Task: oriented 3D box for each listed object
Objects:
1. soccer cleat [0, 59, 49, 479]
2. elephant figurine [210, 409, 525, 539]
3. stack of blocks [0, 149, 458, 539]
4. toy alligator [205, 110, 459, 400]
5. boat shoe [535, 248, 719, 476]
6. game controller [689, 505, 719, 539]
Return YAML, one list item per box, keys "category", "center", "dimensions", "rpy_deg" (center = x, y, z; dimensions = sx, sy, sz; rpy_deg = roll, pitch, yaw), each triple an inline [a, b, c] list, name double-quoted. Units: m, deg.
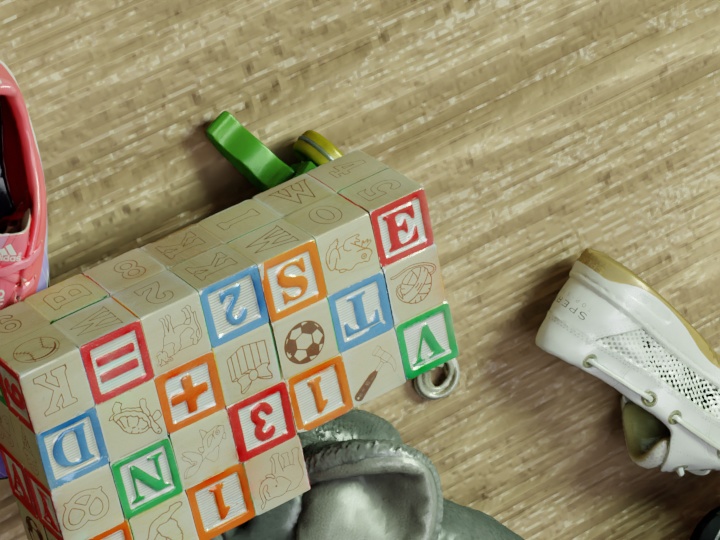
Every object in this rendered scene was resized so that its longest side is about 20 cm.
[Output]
- category: "soccer cleat"
  center: [-0.161, 0.002, 1.069]
  dimensions: [0.068, 0.073, 0.201]
  rpy_deg: [-13, 110, -25]
- category: "elephant figurine"
  center: [-0.011, 0.124, 1.167]
  dimensions: [0.200, 0.141, 0.155]
  rpy_deg: [54, 47, -14]
- category: "stack of blocks"
  center: [-0.058, 0.043, 1.081]
  dimensions: [0.199, 0.059, 0.116]
  rpy_deg: [-26, 121, -22]
- category: "toy alligator"
  center: [0.000, 0.000, 1.170]
  dimensions: [0.059, 0.054, 0.200]
  rpy_deg: [-47, 121, -9]
- category: "boat shoe"
  center: [0.161, 0.071, 1.277]
  dimensions: [0.200, 0.071, 0.069]
  rpy_deg: [41, 87, -25]
- category: "game controller"
  center: [0.202, 0.211, 1.288]
  dimensions: [0.104, 0.042, 0.201]
  rpy_deg: [-9, 111, -41]
